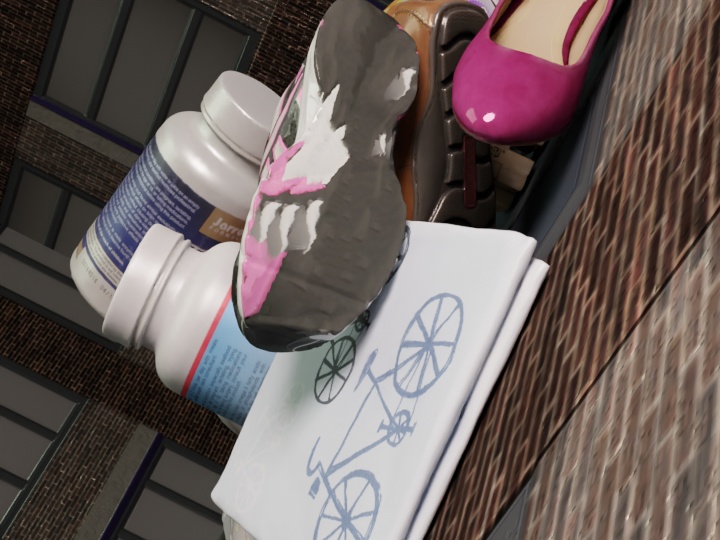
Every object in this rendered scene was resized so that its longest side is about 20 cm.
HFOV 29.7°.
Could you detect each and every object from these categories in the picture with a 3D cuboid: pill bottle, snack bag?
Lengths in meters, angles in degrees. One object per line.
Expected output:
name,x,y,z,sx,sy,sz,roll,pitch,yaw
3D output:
pill bottle,-0.129,-0.050,1.050,0.200,0.111,0.111,-51,7,21
pill bottle,-0.065,0.049,0.904,0.110,0.199,0.109,-63,3,5
snack bag,-0.001,0.062,0.672,0.200,0.021,0.190,14,78,63

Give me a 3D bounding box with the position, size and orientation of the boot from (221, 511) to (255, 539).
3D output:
boot,-0.053,0.182,0.978,0.096,0.073,0.200,-57,13,20

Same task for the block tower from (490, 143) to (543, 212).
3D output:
block tower,0.110,-0.138,0.835,0.054,0.057,0.202,163,132,-87

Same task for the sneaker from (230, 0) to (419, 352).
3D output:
sneaker,-0.021,-0.040,0.715,0.086,0.080,0.201,-44,23,56

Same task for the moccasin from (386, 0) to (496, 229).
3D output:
moccasin,0.030,-0.053,0.777,0.077,0.073,0.204,7,103,50

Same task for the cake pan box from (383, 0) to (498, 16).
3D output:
cake pan box,0.079,-0.198,0.981,0.199,0.052,0.184,-22,22,51

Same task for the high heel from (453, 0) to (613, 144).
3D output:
high heel,0.099,-0.143,0.703,0.200,0.067,0.097,-61,-13,-50

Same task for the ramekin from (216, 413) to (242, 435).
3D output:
ramekin,-0.087,0.055,1.275,0.094,0.202,0.204,15,75,45
